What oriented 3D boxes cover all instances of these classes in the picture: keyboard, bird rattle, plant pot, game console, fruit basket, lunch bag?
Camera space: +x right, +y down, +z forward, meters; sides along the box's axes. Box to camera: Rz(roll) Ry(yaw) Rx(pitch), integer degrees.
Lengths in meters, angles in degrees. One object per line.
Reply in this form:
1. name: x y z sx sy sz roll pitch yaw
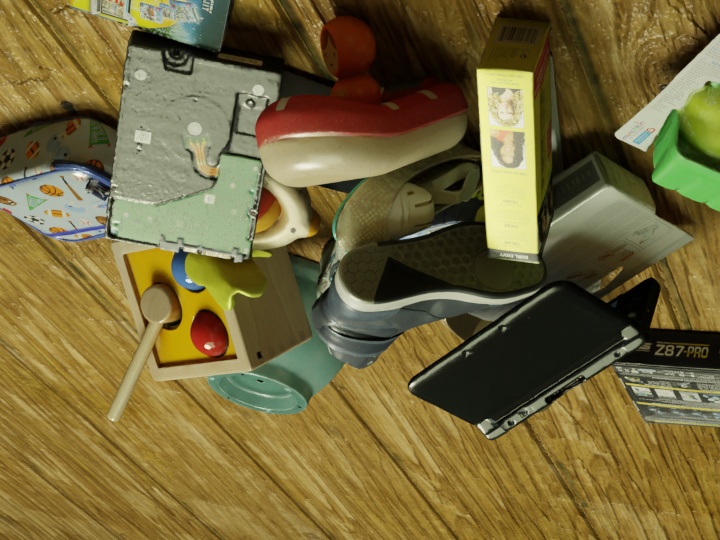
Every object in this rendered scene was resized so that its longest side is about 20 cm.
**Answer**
1. keyboard: 0.146 -0.136 1.557 0.056 0.011 0.200 14 157 16
2. bird rattle: -0.128 -0.072 1.687 0.162 0.113 0.201 -12 127 26
3. plant pot: -0.102 0.081 2.014 0.198 0.135 0.201 13 156 6
4. game console: 0.166 0.060 1.676 0.199 0.176 0.117 -36 102 30
5. fruit basket: 0.329 -0.126 1.406 0.184 0.094 0.200 21 140 -15
6. lunch bag: -0.287 -0.087 1.835 0.199 0.076 0.160 -5 151 40

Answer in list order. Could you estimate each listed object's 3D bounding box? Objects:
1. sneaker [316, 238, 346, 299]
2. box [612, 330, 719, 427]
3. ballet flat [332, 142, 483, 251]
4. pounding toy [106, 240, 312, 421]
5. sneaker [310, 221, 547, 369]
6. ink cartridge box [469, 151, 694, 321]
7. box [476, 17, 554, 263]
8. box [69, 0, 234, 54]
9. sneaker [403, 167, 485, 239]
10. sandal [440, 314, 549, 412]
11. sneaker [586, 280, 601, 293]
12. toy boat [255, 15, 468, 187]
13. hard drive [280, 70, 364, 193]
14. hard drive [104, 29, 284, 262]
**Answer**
1. sneaker: 0.000 0.000 1.838 0.077 0.087 0.200 16 156 -5
2. box: 0.387 0.123 1.927 0.198 0.050 0.161 2 151 27
3. ballet flat: 0.053 -0.069 1.564 0.062 0.200 0.068 18 124 29
4. pounding toy: -0.180 0.043 1.862 0.199 0.186 0.142 -9 -169 42
5. sneaker: 0.053 0.024 1.573 0.200 0.078 0.146 -4 154 -21
6. ink cartridge box: 0.187 -0.018 1.645 0.199 0.044 0.173 -34 149 24
7. box: 0.130 -0.106 1.473 0.050 0.076 0.201 6 132 16
8. box: -0.164 -0.258 1.435 0.135 0.038 0.200 16 156 -4
9. sneaker: 0.088 -0.054 1.690 0.198 0.075 0.082 2 161 35
10. sandal: 0.144 0.074 1.969 0.212 0.078 0.070 44 175 -36
11. sneaker: 0.205 0.055 1.802 0.074 0.117 0.200 5 155 20
12. toy boat: -0.005 -0.148 1.488 0.130 0.132 0.199 -7 -169 39
13. hard drive: -0.060 -0.131 1.643 0.198 0.043 0.135 19 156 -10
14. hard drive: -0.150 -0.108 1.582 0.138 0.038 0.202 10 122 -3
